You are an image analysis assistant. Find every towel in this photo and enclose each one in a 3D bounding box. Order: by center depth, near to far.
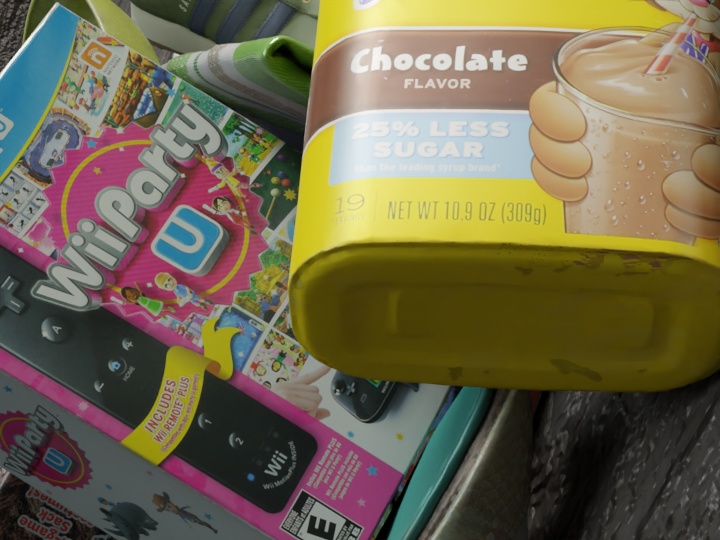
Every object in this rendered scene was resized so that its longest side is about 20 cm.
[{"bbox_3d":[-0.005,-0.053,0.844,0.031,0.149,0.200,-71,18,-4],"label":"towel"}]

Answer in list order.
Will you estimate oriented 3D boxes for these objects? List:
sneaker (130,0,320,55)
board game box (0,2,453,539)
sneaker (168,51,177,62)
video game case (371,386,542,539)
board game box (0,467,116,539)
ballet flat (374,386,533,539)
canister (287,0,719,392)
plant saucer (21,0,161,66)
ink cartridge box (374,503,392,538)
[{"bbox_3d":[-0.043,-0.134,0.908,0.200,0.090,0.067,19,51,39],"label":"sneaker"},{"bbox_3d":[-0.068,0.017,0.745,0.148,0.200,0.064,-59,1,-35],"label":"board game box"},{"bbox_3d":[-0.058,-0.061,1.057,0.083,0.072,0.200,6,83,54],"label":"sneaker"},{"bbox_3d":[0.012,0.119,0.822,0.143,0.017,0.200,-162,91,-73],"label":"video game case"},{"bbox_3d":[-0.172,0.163,0.853,0.200,0.097,0.159,-59,25,-3],"label":"board game box"},{"bbox_3d":[0.020,0.126,0.720,0.200,0.062,0.067,-59,7,15],"label":"ballet flat"},{"bbox_3d":[0.054,-0.063,0.682,0.087,0.148,0.200,87,-174,-54],"label":"canister"},{"bbox_3d":[-0.110,-0.033,0.907,0.200,0.031,0.200,171,90,-68],"label":"plant saucer"},{"bbox_3d":[-0.054,0.168,0.835,0.104,0.059,0.200,-100,34,-61],"label":"ink cartridge box"}]
